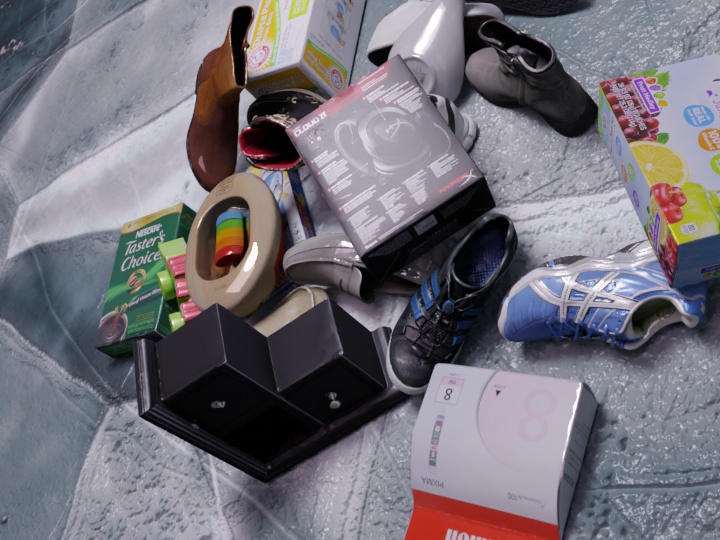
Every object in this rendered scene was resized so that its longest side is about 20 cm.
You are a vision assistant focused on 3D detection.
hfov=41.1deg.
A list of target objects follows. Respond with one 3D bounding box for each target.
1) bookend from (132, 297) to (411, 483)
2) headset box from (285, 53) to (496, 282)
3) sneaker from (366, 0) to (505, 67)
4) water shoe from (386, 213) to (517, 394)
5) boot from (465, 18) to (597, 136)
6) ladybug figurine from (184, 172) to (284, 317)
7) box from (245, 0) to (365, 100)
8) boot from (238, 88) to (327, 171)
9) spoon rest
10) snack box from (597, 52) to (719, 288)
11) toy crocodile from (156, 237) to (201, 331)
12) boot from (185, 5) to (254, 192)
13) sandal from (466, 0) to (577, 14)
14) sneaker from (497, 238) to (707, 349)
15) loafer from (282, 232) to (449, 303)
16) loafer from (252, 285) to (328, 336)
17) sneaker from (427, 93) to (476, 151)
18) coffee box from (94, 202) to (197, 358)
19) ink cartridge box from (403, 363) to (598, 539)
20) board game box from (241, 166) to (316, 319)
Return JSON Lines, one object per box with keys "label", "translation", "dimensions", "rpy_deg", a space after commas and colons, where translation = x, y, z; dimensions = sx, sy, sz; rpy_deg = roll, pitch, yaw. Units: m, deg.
{"label": "bookend", "translation": [-0.087, 0.101, 0.971], "dimensions": [0.199, 0.199, 0.093], "rpy_deg": [-32, 46, 16]}
{"label": "headset box", "translation": [0.025, -0.116, 1.008], "dimensions": [0.148, 0.077, 0.201], "rpy_deg": [-33, 62, 4]}
{"label": "sneaker", "translation": [0.093, -0.313, 1.190], "dimensions": [0.199, 0.073, 0.085], "rpy_deg": [-3, 63, 39]}
{"label": "water shoe", "translation": [0.086, 0.028, 0.952], "dimensions": [0.071, 0.079, 0.201], "rpy_deg": [30, 81, 12]}
{"label": "boot", "translation": [0.164, -0.229, 1.035], "dimensions": [0.068, 0.131, 0.200], "rpy_deg": [-50, 43, 0]}
{"label": "ladybug figurine", "translation": [-0.143, -0.027, 1.142], "dimensions": [0.135, 0.072, 0.202], "rpy_deg": [-19, 53, 27]}
{"label": "box", "translation": [-0.076, -0.317, 1.310], "dimensions": [0.112, 0.101, 0.202], "rpy_deg": [-11, 57, 34]}
{"label": "boot", "translation": [-0.094, -0.172, 1.179], "dimensions": [0.199, 0.150, 0.074], "rpy_deg": [20, 116, 30]}
{"label": "spoon rest", "translation": [0.087, -0.275, 1.114], "dimensions": [0.099, 0.201, 0.061], "rpy_deg": [29, 42, 15]}
{"label": "snack box", "translation": [0.316, -0.097, 0.831], "dimensions": [0.167, 0.068, 0.201], "rpy_deg": [-13, 52, 3]}
{"label": "toy crocodile", "translation": [-0.212, 0.028, 1.200], "dimensions": [0.067, 0.062, 0.201], "rpy_deg": [-14, 49, -14]}
{"label": "boot", "translation": [-0.162, -0.204, 1.196], "dimensions": [0.200, 0.068, 0.191], "rpy_deg": [163, 115, -68]}
{"label": "sandal", "translation": [0.181, -0.350, 1.148], "dimensions": [0.199, 0.076, 0.048], "rpy_deg": [15, 55, 44]}
{"label": "sneaker", "translation": [0.213, 0.031, 0.862], "dimensions": [0.199, 0.076, 0.078], "rpy_deg": [-21, 46, 29]}
{"label": "loafer", "translation": [0.000, 0.000, 1.051], "dimensions": [0.198, 0.070, 0.070], "rpy_deg": [-4, 58, 28]}
{"label": "loafer", "translation": [-0.112, 0.094, 1.091], "dimensions": [0.200, 0.068, 0.076], "rpy_deg": [-49, 44, 2]}
{"label": "sneaker", "translation": [0.045, -0.115, 1.095], "dimensions": [0.074, 0.080, 0.201], "rpy_deg": [33, 87, 45]}
{"label": "coffee box", "translation": [-0.288, 0.013, 1.305], "dimensions": [0.122, 0.044, 0.202], "rpy_deg": [-14, 54, 32]}
{"label": "ink cartridge box", "translation": [0.112, 0.189, 0.862], "dimensions": [0.161, 0.057, 0.201], "rpy_deg": [3, 60, 40]}
{"label": "board game box", "translation": [-0.127, -0.051, 1.223], "dimensions": [0.135, 0.034, 0.201], "rpy_deg": [-34, 46, 16]}
